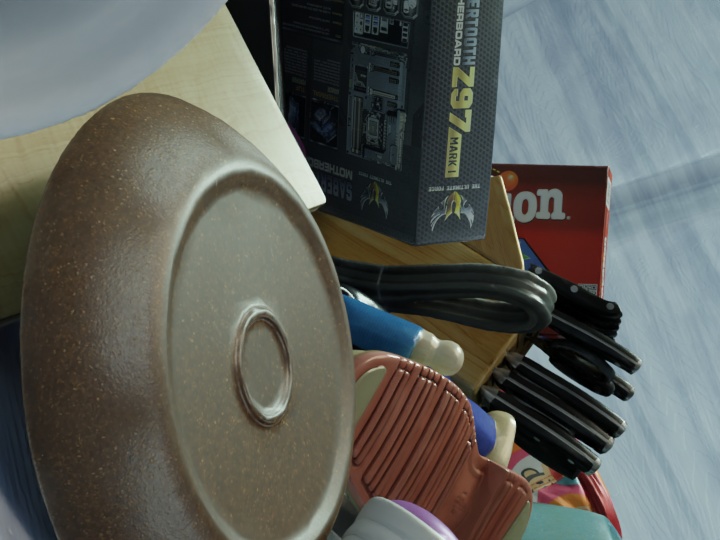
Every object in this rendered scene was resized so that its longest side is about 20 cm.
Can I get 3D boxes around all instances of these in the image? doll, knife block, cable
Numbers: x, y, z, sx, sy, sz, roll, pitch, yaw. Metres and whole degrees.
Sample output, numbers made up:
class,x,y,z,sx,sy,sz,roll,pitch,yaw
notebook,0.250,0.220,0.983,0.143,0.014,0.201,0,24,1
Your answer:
class,x,y,z,sx,sy,sz,roll,pitch,yaw
doll,-0.001,0.039,0.886,0.136,0.049,0.200,10,-23,47
knife block,0.049,0.044,1.008,0.064,0.198,0.177,85,-5,-66
cable,0.000,0.000,0.939,0.097,0.198,0.051,55,37,-41

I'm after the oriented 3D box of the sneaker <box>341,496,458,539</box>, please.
class,x,y,z,sx,sy,sz,roll,pitch,yaw
sneaker,0.000,0.175,0.711,0.075,0.100,0.201,27,-35,32

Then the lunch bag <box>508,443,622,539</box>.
class,x,y,z,sx,sy,sz,roll,pitch,yaw
lunch bag,0.078,0.143,1.139,0.200,0.081,0.177,53,-22,36

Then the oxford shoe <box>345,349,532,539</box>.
class,x,y,z,sx,sy,sz,roll,pitch,yaw
oxford shoe,0.013,0.084,0.823,0.073,0.071,0.200,26,-16,32

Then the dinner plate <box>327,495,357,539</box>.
class,x,y,z,sx,sy,sz,roll,pitch,yaw
dinner plate,-0.038,0.076,0.860,0.201,0.024,0.200,51,5,-6

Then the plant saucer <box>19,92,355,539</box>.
class,x,y,z,sx,sy,sz,roll,pitch,yaw
plant saucer,-0.047,0.035,0.642,0.200,0.036,0.202,26,61,-60

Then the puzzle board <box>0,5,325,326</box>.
class,x,y,z,sx,sy,sz,roll,pitch,yaw
puzzle board,-0.107,-0.069,0.688,0.199,0.017,0.152,-23,84,-53

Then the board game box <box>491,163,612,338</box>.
class,x,y,z,sx,sy,sz,roll,pitch,yaw
board game box,0.047,-0.014,1.087,0.019,0.198,0.104,49,45,-68

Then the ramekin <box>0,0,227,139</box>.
class,x,y,z,sx,sy,sz,roll,pitch,yaw
ramekin,-0.123,-0.146,0.518,0.201,0.200,0.098,58,0,-29

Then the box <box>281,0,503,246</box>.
class,x,y,z,sx,sy,sz,roll,pitch,yaw
box,-0.006,-0.111,0.964,0.199,0.051,0.159,21,-68,53

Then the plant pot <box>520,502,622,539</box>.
class,x,y,z,sx,sy,sz,roll,pitch,yaw
plant pot,0.089,0.199,0.946,0.201,0.134,0.200,60,8,-13

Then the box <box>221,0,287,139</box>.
class,x,y,z,sx,sy,sz,roll,pitch,yaw
box,-0.074,-0.117,0.845,0.141,0.078,0.202,74,12,-82

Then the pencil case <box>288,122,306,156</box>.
class,x,y,z,sx,sy,sz,roll,pitch,yaw
pencil case,-0.100,-0.116,0.958,0.083,0.086,0.201,-13,77,-54
